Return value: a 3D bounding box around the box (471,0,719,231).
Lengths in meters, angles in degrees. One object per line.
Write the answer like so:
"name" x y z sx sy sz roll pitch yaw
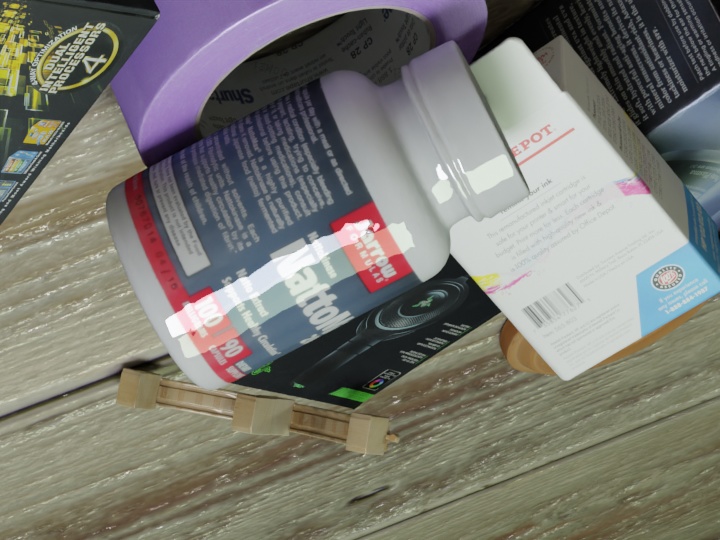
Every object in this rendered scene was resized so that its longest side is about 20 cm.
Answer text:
"box" 0.178 -0.098 1.450 0.198 0.124 0.199 -35 155 27

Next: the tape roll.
"tape roll" -0.035 -0.123 1.247 0.199 0.066 0.200 -20 157 -9

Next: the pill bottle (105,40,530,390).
"pill bottle" -0.020 -0.033 1.220 0.199 0.120 0.120 -28 158 6

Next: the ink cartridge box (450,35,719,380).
"ink cartridge box" 0.102 -0.047 1.322 0.115 0.068 0.200 -32 117 22

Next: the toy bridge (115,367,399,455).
"toy bridge" -0.064 0.097 1.601 0.198 0.027 0.067 9 178 24

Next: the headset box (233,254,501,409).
"headset box" 0.000 0.000 1.519 0.199 0.093 0.174 -33 156 22

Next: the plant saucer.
"plant saucer" 0.207 0.030 1.881 0.199 0.033 0.201 -21 157 -9

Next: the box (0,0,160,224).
"box" -0.214 -0.082 1.153 0.160 0.049 0.200 6 136 -47

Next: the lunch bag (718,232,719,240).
"lunch bag" 0.317 -0.075 1.649 0.163 0.118 0.200 1 142 -49
